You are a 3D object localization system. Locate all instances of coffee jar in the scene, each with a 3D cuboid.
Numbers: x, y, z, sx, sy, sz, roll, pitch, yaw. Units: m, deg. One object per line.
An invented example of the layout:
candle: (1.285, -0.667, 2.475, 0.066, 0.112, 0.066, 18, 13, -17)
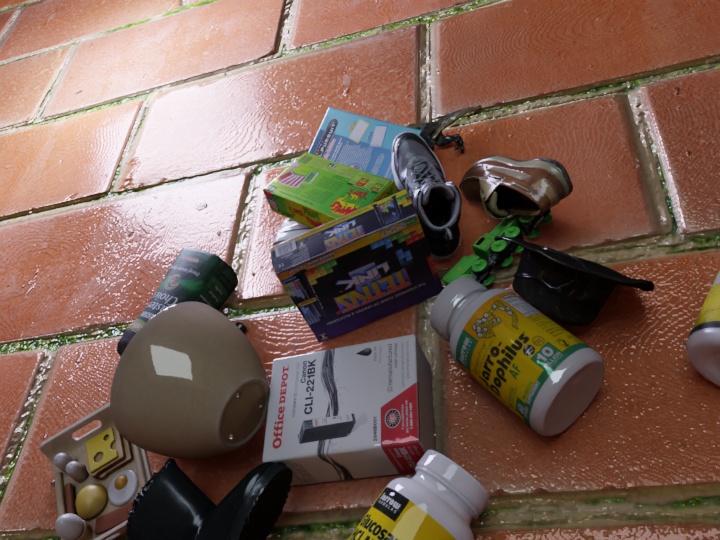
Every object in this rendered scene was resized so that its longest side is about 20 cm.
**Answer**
coffee jar: (-0.281, 0.066, 1.068, 0.103, 0.086, 0.201, 12, 59, 30)

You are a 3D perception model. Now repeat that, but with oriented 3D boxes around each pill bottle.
pill bottle: (0.046, 0.295, 0.724, 0.112, 0.113, 0.200, 25, 66, 36)
pill bottle: (0.447, 0.030, 0.762, 0.111, 0.112, 0.201, 20, 63, 34)
pill bottle: (0.178, 0.092, 0.829, 0.113, 0.113, 0.200, -40, 49, -11)

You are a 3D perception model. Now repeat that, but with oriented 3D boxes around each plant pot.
plant pot: (-0.194, 0.157, 0.884, 0.133, 0.201, 0.201, 20, 63, 30)

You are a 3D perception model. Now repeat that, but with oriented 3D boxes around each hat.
hat: (0.249, 0.020, 0.848, 0.199, 0.200, 0.082, 22, 97, 35)

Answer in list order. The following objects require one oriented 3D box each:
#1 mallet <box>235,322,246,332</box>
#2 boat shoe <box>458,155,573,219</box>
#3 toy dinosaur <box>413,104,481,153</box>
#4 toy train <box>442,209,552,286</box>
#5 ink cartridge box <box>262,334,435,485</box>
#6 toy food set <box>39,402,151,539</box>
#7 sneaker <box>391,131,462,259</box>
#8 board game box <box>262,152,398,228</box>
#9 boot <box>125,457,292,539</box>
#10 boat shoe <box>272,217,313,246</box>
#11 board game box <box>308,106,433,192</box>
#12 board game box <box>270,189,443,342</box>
mallet: (-0.245, 0.152, 1.020, 0.065, 0.041, 0.201, 15, 57, 28)
boat shoe: (0.201, -0.113, 0.971, 0.074, 0.076, 0.199, -46, 22, -18)
toy dinosaur: (0.124, -0.223, 1.153, 0.198, 0.048, 0.089, -24, 41, 0)
toy train: (0.194, -0.035, 0.975, 0.200, 0.042, 0.056, -44, 37, -15)
ink cartridge box: (-0.014, 0.176, 0.865, 0.197, 0.084, 0.146, -12, 50, 16)
toy food set: (-0.367, 0.285, 0.947, 0.142, 0.061, 0.201, -31, 48, -2)
sneaker: (0.098, -0.122, 0.988, 0.075, 0.114, 0.202, -17, 78, -3)
board game box: (-0.046, -0.111, 1.045, 0.199, 0.048, 0.102, 24, 59, 41)
boot: (-0.185, 0.282, 0.825, 0.161, 0.073, 0.200, 28, 94, 30)
boat shoe: (-0.043, -0.062, 1.082, 0.198, 0.072, 0.066, -6, 55, 30)
board game box: (0.000, -0.171, 1.129, 0.199, 0.047, 0.152, 23, 86, 36)
board game box: (0.000, 0.000, 0.944, 0.198, 0.166, 0.057, -23, 46, 5)
